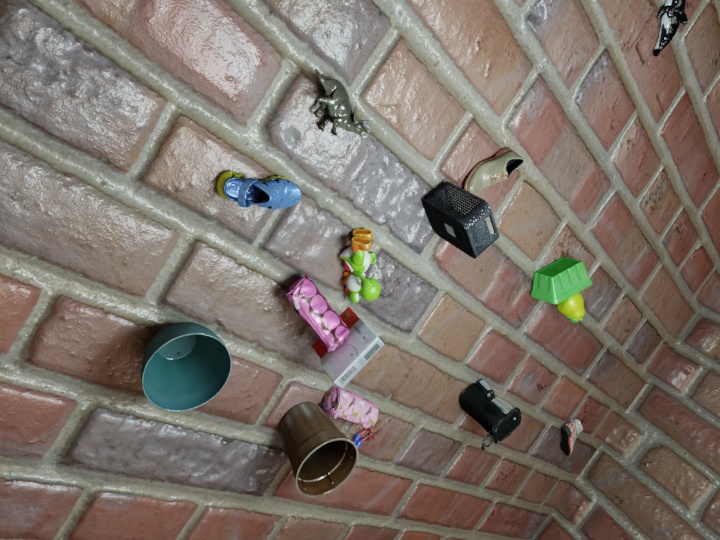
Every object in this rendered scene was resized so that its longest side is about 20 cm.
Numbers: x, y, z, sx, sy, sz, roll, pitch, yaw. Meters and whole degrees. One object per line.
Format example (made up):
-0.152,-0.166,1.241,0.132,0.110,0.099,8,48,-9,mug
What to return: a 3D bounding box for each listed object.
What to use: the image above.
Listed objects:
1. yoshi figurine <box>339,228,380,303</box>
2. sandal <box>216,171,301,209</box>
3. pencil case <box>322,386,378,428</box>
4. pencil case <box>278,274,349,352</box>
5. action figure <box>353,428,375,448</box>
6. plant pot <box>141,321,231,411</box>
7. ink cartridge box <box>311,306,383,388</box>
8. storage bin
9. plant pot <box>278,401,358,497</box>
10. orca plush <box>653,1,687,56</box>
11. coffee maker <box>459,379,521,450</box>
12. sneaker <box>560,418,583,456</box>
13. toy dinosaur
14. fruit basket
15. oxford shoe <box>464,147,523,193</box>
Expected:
0.015,0.000,1.420,0.110,0.111,0.205,-18,127,-32,yoshi figurine
-0.218,-0.170,1.183,0.196,0.087,0.082,-3,116,-34,sandal
-0.027,0.430,1.641,0.198,0.083,0.087,33,95,-41,pencil case
-0.113,0.115,1.351,0.090,0.094,0.201,-39,96,13,pencil case
-0.031,0.609,1.730,0.197,0.099,0.066,-30,127,-13,action figure
-0.413,0.200,1.221,0.196,0.135,0.205,-15,123,-25,plant pot
-0.049,0.193,1.415,0.163,0.200,0.057,-45,135,-3,ink cartridge box
0.274,-0.141,1.450,0.093,0.200,0.137,-37,130,-9,storage bin
-0.135,0.505,1.533,0.196,0.198,0.205,-15,123,-25,plant pot
0.989,-0.783,1.663,0.103,0.071,0.205,6,112,-35,orca plush
0.457,0.520,1.936,0.188,0.199,0.138,-13,120,-29,coffee maker
1.038,0.815,2.574,0.106,0.067,0.205,-26,124,-16,sneaker
-0.057,-0.378,1.198,0.103,0.076,0.202,-47,127,-18,toy dinosaur
0.737,0.081,1.911,0.210,0.155,0.222,-6,104,-26,fruit basket
0.387,-0.285,1.530,0.199,0.075,0.071,-40,131,-9,oxford shoe
